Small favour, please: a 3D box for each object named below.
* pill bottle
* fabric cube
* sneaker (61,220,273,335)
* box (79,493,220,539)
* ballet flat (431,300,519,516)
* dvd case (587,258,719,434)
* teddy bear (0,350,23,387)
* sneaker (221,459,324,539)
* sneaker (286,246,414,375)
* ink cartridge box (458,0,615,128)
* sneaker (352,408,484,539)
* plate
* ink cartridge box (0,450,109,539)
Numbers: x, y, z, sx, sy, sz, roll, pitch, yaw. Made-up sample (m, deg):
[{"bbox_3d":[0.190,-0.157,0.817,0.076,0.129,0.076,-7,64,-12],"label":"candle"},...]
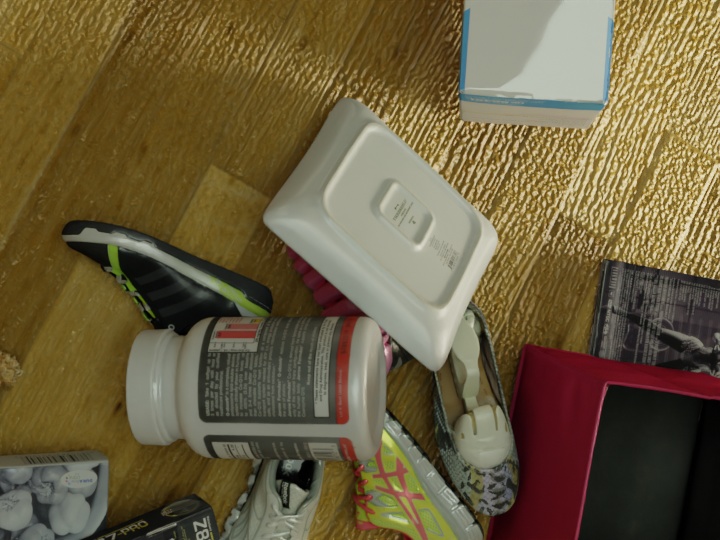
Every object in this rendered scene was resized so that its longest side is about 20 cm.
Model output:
[{"bbox_3d":[-0.083,0.095,1.169,0.197,0.116,0.117,0,89,10],"label":"pill bottle"},{"bbox_3d":[0.245,0.187,1.250,0.198,0.199,0.199,9,93,-14],"label":"fabric cube"},{"bbox_3d":[-0.168,0.021,1.222,0.198,0.072,0.084,23,86,-12],"label":"sneaker"},{"bbox_3d":[-0.178,0.310,1.193,0.160,0.049,0.202,-19,106,-24],"label":"box"},{"bbox_3d":[0.096,0.114,1.261,0.071,0.072,0.203,-8,73,-14],"label":"ballet flat"},{"bbox_3d":[0.312,0.079,1.372,0.198,0.016,0.151,10,87,-14],"label":"dvd case"},{"bbox_3d":[-0.352,0.110,1.176,0.143,0.067,0.203,4,89,-17],"label":"teddy bear"},{"bbox_3d":[-0.073,0.214,1.240,0.074,0.081,0.202,14,87,-15],"label":"sneaker"},{"bbox_3d":[0.000,0.000,1.274,0.095,0.079,0.202,-15,85,-43],"label":"sneaker"},{"bbox_3d":[0.149,-0.198,1.252,0.124,0.200,0.130,4,88,3],"label":"ink cartridge box"},{"bbox_3d":[0.021,0.186,1.267,0.090,0.078,0.201,-38,96,-3],"label":"sneaker"},{"bbox_3d":[0.031,-0.042,1.235,0.200,0.032,0.200,42,41,-11],"label":"plate"},{"bbox_3d":[-0.307,0.253,1.167,0.196,0.043,0.203,0,98,-27],"label":"ink cartridge box"}]
